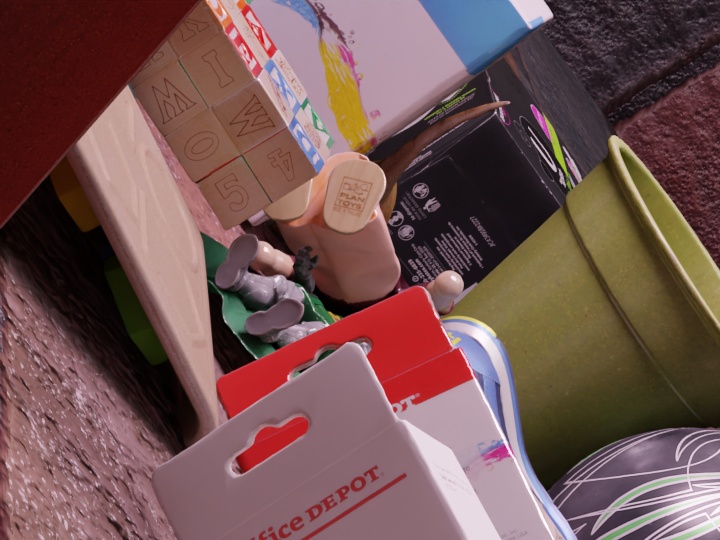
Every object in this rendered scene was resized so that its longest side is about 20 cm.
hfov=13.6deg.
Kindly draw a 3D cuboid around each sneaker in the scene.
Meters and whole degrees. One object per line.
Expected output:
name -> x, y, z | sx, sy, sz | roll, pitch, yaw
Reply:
sneaker -> 0.060, 0.127, 1.638 | 0.082, 0.074, 0.201 | -15, 81, -59

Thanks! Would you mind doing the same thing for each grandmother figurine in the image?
grandmother figurine -> 0.000, 0.000, 1.671 | 0.121, 0.061, 0.200 | 20, -20, 17

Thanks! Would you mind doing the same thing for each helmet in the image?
helmet -> 0.185, 0.186, 1.760 | 0.191, 0.199, 0.201 | 70, -5, -55

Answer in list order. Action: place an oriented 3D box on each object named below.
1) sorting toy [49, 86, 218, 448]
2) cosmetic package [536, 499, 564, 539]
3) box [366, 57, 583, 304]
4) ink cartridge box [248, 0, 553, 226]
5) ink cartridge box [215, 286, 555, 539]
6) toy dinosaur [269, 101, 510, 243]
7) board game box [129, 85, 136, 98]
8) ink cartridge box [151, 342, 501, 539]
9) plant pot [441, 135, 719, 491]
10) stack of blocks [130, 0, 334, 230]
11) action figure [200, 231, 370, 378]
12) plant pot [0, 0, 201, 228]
sorting toy -> -0.112, -0.038, 1.387 | 0.185, 0.036, 0.201 | -100, 172, -63
cosmetic package -> 0.066, 0.167, 1.511 | 0.200, 0.087, 0.103 | 55, 9, -9
box -> 0.077, -0.058, 2.109 | 0.149, 0.124, 0.200 | 53, 13, -21
ink cartridge box -> -0.013, -0.145, 1.761 | 0.146, 0.200, 0.147 | 55, 11, -1
ink cartridge box -> 0.021, 0.117, 1.357 | 0.067, 0.116, 0.201 | 67, -1, -54
toy dinosaur -> 0.003, -0.046, 1.769 | 0.060, 0.106, 0.200 | 41, -25, -2
board game box -> -0.176, -0.206, 1.635 | 0.152, 0.045, 0.201 | 41, 19, -56
ink cartridge box -> 0.008, 0.144, 1.242 | 0.201, 0.117, 0.067 | 62, 12, 24
plant pot -> 0.133, 0.051, 1.865 | 0.200, 0.189, 0.200 | 54, 11, -16
stack of blocks -> -0.092, -0.129, 1.534 | 0.201, 0.058, 0.115 | 57, 12, -9
action figure -> -0.029, 0.031, 1.592 | 0.118, 0.055, 0.200 | 57, 6, 18
plant pot -> -0.165, -0.161, 1.214 | 0.176, 0.200, 0.200 | 38, 17, -20
